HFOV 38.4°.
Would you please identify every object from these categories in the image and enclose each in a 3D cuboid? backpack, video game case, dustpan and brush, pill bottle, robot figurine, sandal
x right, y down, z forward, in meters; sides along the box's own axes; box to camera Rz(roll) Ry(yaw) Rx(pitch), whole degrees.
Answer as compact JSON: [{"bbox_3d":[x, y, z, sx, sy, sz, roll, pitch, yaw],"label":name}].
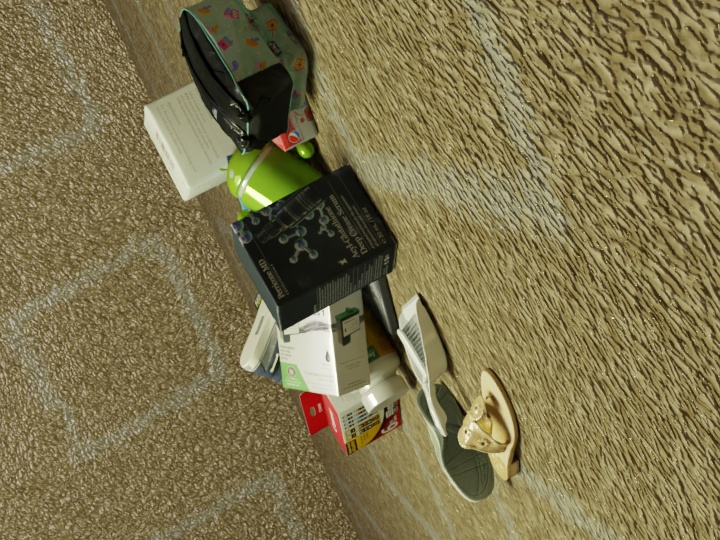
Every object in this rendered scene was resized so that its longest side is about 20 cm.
[{"bbox_3d":[-0.169,-0.298,1.478,0.200,0.153,0.176,49,163,14],"label":"backpack"},{"bbox_3d":[0.000,0.000,1.735,0.200,0.019,0.144,52,164,44],"label":"video game case"},{"bbox_3d":[0.098,0.145,1.532,0.201,0.057,0.140,61,168,6],"label":"dustpan and brush"},{"bbox_3d":[0.000,0.144,1.816,0.201,0.112,0.113,60,168,15],"label":"pill bottle"},{"bbox_3d":[-0.131,-0.136,1.674,0.199,0.176,0.116,36,-173,5],"label":"robot figurine"},{"bbox_3d":[0.167,0.227,1.395,0.078,0.069,0.213,51,163,43],"label":"sandal"}]

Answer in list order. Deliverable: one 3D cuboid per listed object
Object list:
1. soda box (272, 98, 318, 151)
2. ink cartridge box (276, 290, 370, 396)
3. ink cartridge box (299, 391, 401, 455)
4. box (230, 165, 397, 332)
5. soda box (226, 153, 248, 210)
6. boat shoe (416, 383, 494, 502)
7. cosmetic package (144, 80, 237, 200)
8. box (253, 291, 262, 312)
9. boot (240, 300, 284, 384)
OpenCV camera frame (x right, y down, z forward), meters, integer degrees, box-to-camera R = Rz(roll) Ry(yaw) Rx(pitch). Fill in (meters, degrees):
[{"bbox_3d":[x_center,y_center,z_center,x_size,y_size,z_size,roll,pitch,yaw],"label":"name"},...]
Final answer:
[{"bbox_3d":[-0.138,-0.259,1.649,0.200,0.063,0.071,43,157,57],"label":"soda box"},{"bbox_3d":[-0.068,0.096,1.732,0.145,0.084,0.203,2,102,44],"label":"ink cartridge box"},{"bbox_3d":[-0.017,0.271,2.011,0.084,0.174,0.201,55,166,30],"label":"ink cartridge box"},{"bbox_3d":[-0.068,-0.033,1.516,0.149,0.199,0.107,57,167,19],"label":"box"},{"bbox_3d":[-0.170,-0.111,1.810,0.064,0.067,0.202,-111,3,-62],"label":"soda box"},{"bbox_3d":[0.147,0.267,1.576,0.203,0.074,0.065,59,174,36],"label":"boat shoe"},{"bbox_3d":[-0.268,-0.253,1.879,0.169,0.198,0.166,63,167,-1],"label":"cosmetic package"},{"bbox_3d":[-0.126,0.016,1.909,0.202,0.044,0.160,-65,28,17],"label":"box"},{"bbox_3d":[-0.133,0.094,1.813,0.090,0.202,0.073,27,172,-25],"label":"boot"}]
